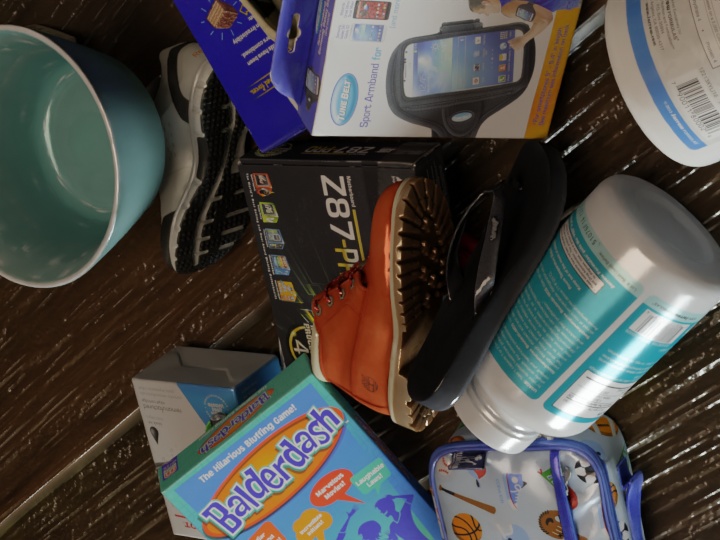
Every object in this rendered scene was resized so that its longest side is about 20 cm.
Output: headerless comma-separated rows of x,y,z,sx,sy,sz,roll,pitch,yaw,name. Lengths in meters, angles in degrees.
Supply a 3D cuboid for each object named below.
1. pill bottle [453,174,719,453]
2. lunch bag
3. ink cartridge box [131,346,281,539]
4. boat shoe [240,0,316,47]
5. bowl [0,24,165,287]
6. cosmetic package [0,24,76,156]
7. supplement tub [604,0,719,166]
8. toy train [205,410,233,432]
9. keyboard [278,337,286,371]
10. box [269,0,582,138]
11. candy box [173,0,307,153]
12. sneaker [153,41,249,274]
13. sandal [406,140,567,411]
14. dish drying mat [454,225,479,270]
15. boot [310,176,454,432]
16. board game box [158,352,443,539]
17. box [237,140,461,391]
0.149,0.038,0.987,0.111,0.111,0.200,45,118,8,pill bottle
0.143,0.200,1.104,0.160,0.076,0.200,-4,109,32,lunch bag
-0.115,0.172,1.259,0.116,0.067,0.200,2,115,33,ink cartridge box
-0.083,-0.234,0.972,0.071,0.063,0.200,-39,85,37,boat shoe
-0.231,-0.095,1.124,0.201,0.105,0.201,9,107,31,bowl
-0.333,-0.133,1.181,0.073,0.200,0.104,25,123,46,cosmetic package
0.257,-0.151,0.836,0.200,0.132,0.132,-22,97,37,supplement tub
-0.081,0.203,1.192,0.056,0.042,0.200,-16,111,-5,toy train
0.017,0.075,1.171,0.200,0.011,0.056,6,113,31,keyboard
0.043,-0.148,0.949,0.041,0.200,0.119,-124,38,-51,box
-0.048,-0.212,1.045,0.169,0.077,0.200,-27,93,37,candy box
-0.134,-0.093,1.169,0.080,0.074,0.200,32,121,36,sneaker
0.082,-0.001,0.975,0.043,0.200,0.076,28,173,-20,sandal
0.081,0.013,1.096,0.200,0.018,0.077,33,126,17,dish drying mat
0.008,0.016,1.032,0.107,0.075,0.200,22,126,28,boot
-0.039,0.187,1.148,0.152,0.045,0.200,-39,111,4,board game box
0.000,0.000,1.105,0.161,0.049,0.200,4,117,31,box
